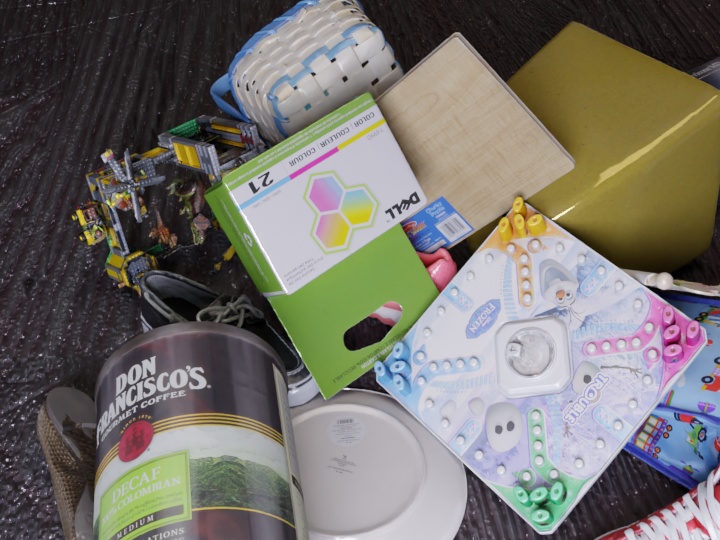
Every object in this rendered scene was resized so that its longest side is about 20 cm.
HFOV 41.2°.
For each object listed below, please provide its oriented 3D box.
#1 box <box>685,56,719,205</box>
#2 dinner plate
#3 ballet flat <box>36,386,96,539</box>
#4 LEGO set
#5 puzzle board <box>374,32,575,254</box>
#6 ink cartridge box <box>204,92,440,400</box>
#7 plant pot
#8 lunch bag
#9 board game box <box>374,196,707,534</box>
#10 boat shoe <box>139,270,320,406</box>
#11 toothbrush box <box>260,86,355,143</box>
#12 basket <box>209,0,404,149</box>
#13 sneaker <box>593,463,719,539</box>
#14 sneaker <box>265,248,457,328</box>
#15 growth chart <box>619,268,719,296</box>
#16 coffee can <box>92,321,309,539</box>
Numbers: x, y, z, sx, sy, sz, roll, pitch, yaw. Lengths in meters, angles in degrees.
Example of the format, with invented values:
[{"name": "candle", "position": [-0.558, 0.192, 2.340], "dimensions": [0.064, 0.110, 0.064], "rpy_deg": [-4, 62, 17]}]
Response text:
[{"name": "box", "position": [0.466, -0.152, 1.056], "dimensions": [0.198, 0.125, 0.198], "rpy_deg": [-26, 44, -29]}, {"name": "dinner plate", "position": [-0.014, 0.161, 0.755], "dimensions": [0.196, 0.025, 0.202], "rpy_deg": [0, 38, 0]}, {"name": "ballet flat", "position": [-0.207, 0.173, 0.730], "dimensions": [0.067, 0.047, 0.201], "rpy_deg": [9, 33, -42]}, {"name": "LEGO set", "position": [-0.163, -0.062, 0.923], "dimensions": [0.198, 0.157, 0.115], "rpy_deg": [-22, 26, -36]}, {"name": "puzzle board", "position": [0.065, -0.096, 0.838], "dimensions": [0.150, 0.199, 0.018], "rpy_deg": [42, 42, -17]}, {"name": "ink cartridge box", "position": [-0.012, -0.017, 0.784], "dimensions": [0.147, 0.202, 0.076], "rpy_deg": [-33, 8, -20]}, {"name": "plant pot", "position": [0.205, -0.080, 0.923], "dimensions": [0.199, 0.197, 0.194], "rpy_deg": [-34, 49, -21]}, {"name": "lunch bag", "position": [0.250, 0.082, 0.810], "dimensions": [0.198, 0.095, 0.150], "rpy_deg": [21, 46, 38]}, {"name": "board game box", "position": [0.136, 0.066, 0.766], "dimensions": [0.201, 0.026, 0.199], "rpy_deg": [-49, 59, -3]}, {"name": "boat shoe", "position": [-0.118, 0.052, 0.845], "dimensions": [0.198, 0.069, 0.073], "rpy_deg": [27, 44, 32]}, {"name": "toothbrush box", "position": [-0.004, -0.134, 1.062], "dimensions": [0.196, 0.086, 0.148], "rpy_deg": [3, 40, 5]}, {"name": "basket", "position": [-0.053, -0.192, 0.954], "dimensions": [0.175, 0.140, 0.200], "rpy_deg": [-35, 41, -4]}, {"name": "sneaker", "position": [0.227, 0.181, 0.653], "dimensions": [0.197, 0.113, 0.072], "rpy_deg": [-16, 54, -18]}, {"name": "sneaker", "position": [0.000, 0.000, 0.899], "dimensions": [0.196, 0.088, 0.074], "rpy_deg": [7, 38, 9]}, {"name": "growth chart", "position": [0.299, 0.015, 0.837], "dimensions": [0.197, 0.018, 0.144], "rpy_deg": [7, 2, -25]}, {"name": "coffee can", "position": [-0.108, 0.158, 0.651], "dimensions": [0.143, 0.148, 0.202], "rpy_deg": [-7, 43, -8]}]
